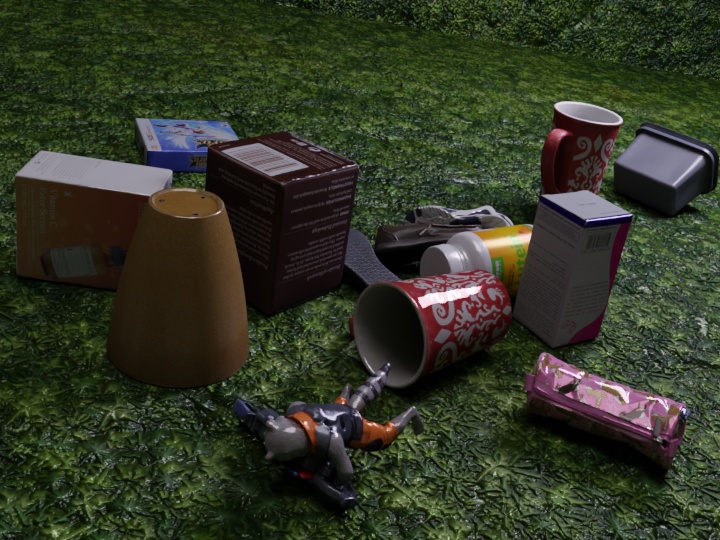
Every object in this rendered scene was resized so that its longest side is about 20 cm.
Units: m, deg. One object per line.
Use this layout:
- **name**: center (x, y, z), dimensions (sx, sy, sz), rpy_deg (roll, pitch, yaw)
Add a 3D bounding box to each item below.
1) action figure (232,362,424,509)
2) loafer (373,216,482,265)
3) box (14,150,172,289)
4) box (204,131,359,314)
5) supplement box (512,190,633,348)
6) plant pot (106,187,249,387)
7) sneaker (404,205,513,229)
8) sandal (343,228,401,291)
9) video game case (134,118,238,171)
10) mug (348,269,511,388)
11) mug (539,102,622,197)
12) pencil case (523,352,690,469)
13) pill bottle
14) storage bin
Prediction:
- **action figure**: center (-0.047, 0.160, 0.974), dimensions (0.198, 0.107, 0.192), rpy_deg (28, 22, 29)
- **loafer**: center (0.115, -0.058, 1.441), dimensions (0.195, 0.073, 0.073), rpy_deg (-4, 62, -8)
- **box**: center (-0.376, -0.069, 1.252), dimensions (0.195, 0.156, 0.107), rpy_deg (7, 25, -2)
- **box**: center (-0.123, -0.077, 1.298), dimensions (0.164, 0.204, 0.163), rpy_deg (27, 31, 33)
- **supplement box**: center (0.309, -0.003, 1.298), dimensions (0.099, 0.205, 0.103), rpy_deg (-7, 29, -31)
- **plant pot**: center (-0.223, 0.007, 1.101), dimensions (0.181, 0.205, 0.187), rpy_deg (7, 25, -3)
- **sneaker**: center (0.184, -0.074, 1.548), dimensions (0.195, 0.082, 0.129), rpy_deg (-1, 2, 25)
- **sandal**: center (0.000, 0.000, 1.380), dimensions (0.075, 0.044, 0.201), rpy_deg (-14, 44, -26)
- **video game case**: center (-0.339, -0.250, 1.746), dimensions (0.195, 0.046, 0.182), rpy_deg (-2, 30, -22)
- **mug**: center (0.090, 0.057, 1.192), dimensions (0.197, 0.136, 0.176), rpy_deg (-12, 35, -42)
- **mug**: center (0.404, -0.212, 1.726), dimensions (0.173, 0.204, 0.134), rpy_deg (-1, 28, -19)
- **pencil case**: center (0.300, 0.171, 1.089), dimensions (0.196, 0.087, 0.084), rpy_deg (21, 59, 22)
- **pill bottle**: center (0.194, -0.007, 1.367), dimensions (0.196, 0.114, 0.111), rpy_deg (-8, 31, -31)
- **storage bin**: center (0.650, -0.206, 1.910), dimensions (0.134, 0.147, 0.199), rpy_deg (-37, 47, -21)
